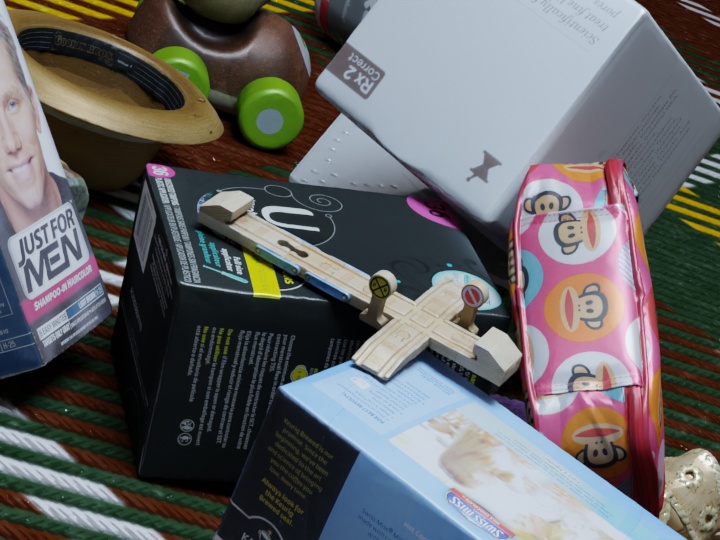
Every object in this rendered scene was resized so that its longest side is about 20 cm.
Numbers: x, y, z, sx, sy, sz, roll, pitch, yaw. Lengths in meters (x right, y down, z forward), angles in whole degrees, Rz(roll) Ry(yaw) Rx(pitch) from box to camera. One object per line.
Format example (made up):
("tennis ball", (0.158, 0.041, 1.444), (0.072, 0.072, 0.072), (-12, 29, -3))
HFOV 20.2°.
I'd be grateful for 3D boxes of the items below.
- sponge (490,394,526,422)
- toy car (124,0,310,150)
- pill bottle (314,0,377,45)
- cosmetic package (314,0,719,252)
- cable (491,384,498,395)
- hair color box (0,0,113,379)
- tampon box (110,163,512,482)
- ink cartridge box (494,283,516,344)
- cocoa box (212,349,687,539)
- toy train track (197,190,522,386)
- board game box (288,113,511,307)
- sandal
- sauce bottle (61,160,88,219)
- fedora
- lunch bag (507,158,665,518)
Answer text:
("sponge", (0.072, 0.132, 1.251), (0.111, 0.030, 0.201), (18, 25, -12))
("toy car", (-0.093, -0.231, 1.636), (0.156, 0.201, 0.165), (16, 25, -17))
("pill bottle", (0.062, -0.222, 1.874), (0.199, 0.115, 0.113), (37, 27, 28))
("cosmetic package", (0.109, -0.108, 1.326), (0.165, 0.166, 0.200), (39, 2, 29))
("cable", (0.007, 0.033, 1.334), (0.198, 0.097, 0.051), (16, 68, -9))
("hair color box", (-0.216, -0.047, 1.156), (0.060, 0.202, 0.100), (-14, 12, 21))
("tampon box", (-0.034, 0.035, 1.197), (0.198, 0.127, 0.150), (5, 27, -18))
("ink cartridge box", (0.077, 0.014, 1.465), (0.103, 0.060, 0.200), (4, 31, -38))
("cocoa box", (0.042, 0.151, 1.053), (0.199, 0.132, 0.133), (35, 27, 24))
("toy train track", (0.000, 0.000, 1.105), (0.199, 0.033, 0.115), (28, 33, 18))
("board game box", (0.059, -0.048, 1.467), (0.198, 0.026, 0.200), (26, 26, 4))
("sandal", (0.203, 0.139, 1.273), (0.211, 0.070, 0.078), (6, 37, -52))
("sauce bottle", (-0.269, -0.084, 1.335), (0.199, 0.065, 0.065), (34, 25, 19))
("fedora", (-0.197, -0.112, 1.442), (0.199, 0.082, 0.201), (24, 19, -9))
("lunch bag", (0.135, 0.053, 1.190), (0.081, 0.177, 0.202), (-5, 62, 8))
